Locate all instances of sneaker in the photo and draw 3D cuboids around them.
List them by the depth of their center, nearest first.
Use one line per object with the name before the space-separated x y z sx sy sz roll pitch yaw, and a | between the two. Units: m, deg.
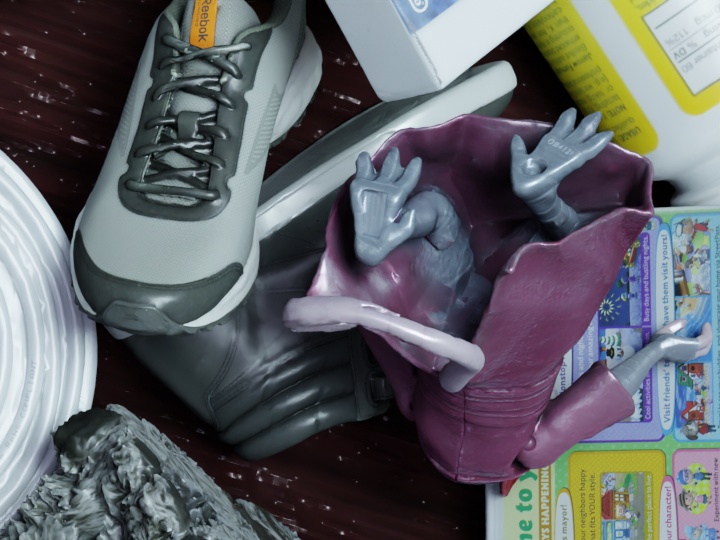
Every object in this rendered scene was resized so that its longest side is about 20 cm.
sneaker | -0.066 -0.055 1.032 0.073 0.080 0.201 8 47 8
sneaker | 0.000 0.000 1.098 0.200 0.071 0.099 -37 100 -14

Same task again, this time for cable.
cable | -0.200 0.031 1.030 0.199 0.069 0.201 -12 88 -17

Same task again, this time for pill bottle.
pill bottle | 0.130 -0.110 1.120 0.114 0.114 0.200 -36 96 -17

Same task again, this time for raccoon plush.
raccoon plush | -0.090 0.144 1.017 0.134 0.097 0.200 -44 137 4

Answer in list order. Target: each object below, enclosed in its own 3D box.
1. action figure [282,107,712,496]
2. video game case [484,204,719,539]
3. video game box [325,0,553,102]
action figure | 0.054 0.033 1.004 0.133 0.201 0.149 14 52 14
video game case | 0.138 0.074 1.073 0.181 0.022 0.201 -2 84 20
video game box | 0.032 -0.193 0.979 0.182 0.047 0.201 -40 109 -31
